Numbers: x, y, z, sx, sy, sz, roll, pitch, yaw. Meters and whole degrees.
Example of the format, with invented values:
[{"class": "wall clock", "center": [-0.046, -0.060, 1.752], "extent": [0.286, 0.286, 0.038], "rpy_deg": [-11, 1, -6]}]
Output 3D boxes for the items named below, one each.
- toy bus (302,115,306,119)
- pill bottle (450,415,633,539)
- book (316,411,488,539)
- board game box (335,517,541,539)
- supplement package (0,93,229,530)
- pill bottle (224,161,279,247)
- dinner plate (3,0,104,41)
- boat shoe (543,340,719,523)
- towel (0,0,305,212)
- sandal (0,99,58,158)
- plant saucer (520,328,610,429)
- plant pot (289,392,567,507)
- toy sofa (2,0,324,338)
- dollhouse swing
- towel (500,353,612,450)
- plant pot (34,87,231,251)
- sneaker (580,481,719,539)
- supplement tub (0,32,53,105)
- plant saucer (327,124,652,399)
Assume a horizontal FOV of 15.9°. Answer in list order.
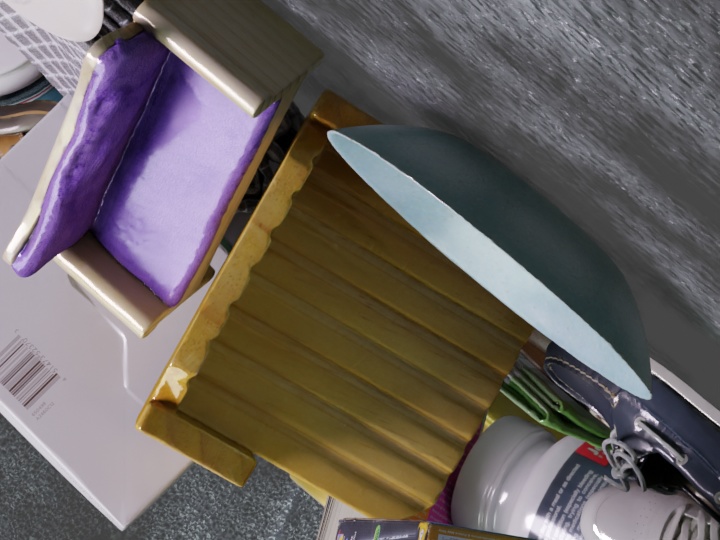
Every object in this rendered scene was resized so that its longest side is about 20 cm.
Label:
[{"class": "toy bus", "center": [-0.085, -0.096, 1.624], "extent": [0.200, 0.065, 0.078], "rpy_deg": [41, 177, -23]}, {"class": "pill bottle", "center": [0.167, 0.178, 1.744], "extent": [0.200, 0.120, 0.120], "rpy_deg": [25, 170, 27]}, {"class": "book", "center": [0.032, 0.150, 1.746], "extent": [0.048, 0.201, 0.134], "rpy_deg": [7, 163, 31]}, {"class": "board game box", "center": [0.099, 0.175, 1.377], "extent": [0.199, 0.057, 0.165], "rpy_deg": [11, 171, -15]}, {"class": "supplement package", "center": [-0.153, 0.028, 1.500], "extent": [0.200, 0.156, 0.111], "rpy_deg": [45, 172, 2]}, {"class": "pill bottle", "center": [0.000, 0.000, 1.567], "extent": [0.112, 0.113, 0.200], "rpy_deg": [36, 176, 41]}, {"class": "dinner plate", "center": [-0.198, -0.198, 1.306], "extent": [0.200, 0.024, 0.200], "rpy_deg": [44, 157, 25]}, {"class": "boat shoe", "center": [0.169, 0.098, 1.396], "extent": [0.200, 0.062, 0.075], "rpy_deg": [35, 171, 30]}, {"class": "towel", "center": [-0.134, -0.127, 1.463], "extent": [0.200, 0.086, 0.166], "rpy_deg": [48, 173, -25]}, {"class": "sandal", "center": [-0.206, -0.079, 1.645], "extent": [0.199, 0.055, 0.082], "rpy_deg": [4, 177, 26]}, {"class": "plant saucer", "center": [0.151, 0.070, 1.553], "extent": [0.200, 0.032, 0.200], "rpy_deg": [38, 176, 3]}, {"class": "plant pot", "center": [0.055, 0.122, 1.925], "extent": [0.201, 0.189, 0.201], "rpy_deg": [39, 176, 4]}, {"class": "toy sofa", "center": [-0.105, -0.053, 1.328], "extent": [0.083, 0.098, 0.200], "rpy_deg": [40, 137, 9]}, {"class": "dollhouse swing", "center": [0.002, 0.038, 1.385], "extent": [0.176, 0.200, 0.182], "rpy_deg": [30, 177, -3]}, {"class": "towel", "center": [0.096, 0.051, 1.710], "extent": [0.200, 0.031, 0.149], "rpy_deg": [40, -171, 34]}, {"class": "plant pot", "center": [-0.127, -0.048, 1.758], "extent": [0.200, 0.200, 0.188], "rpy_deg": [41, 164, -24]}, {"class": "sneaker", "center": [0.226, 0.170, 1.539], "extent": [0.199, 0.077, 0.081], "rpy_deg": [17, 172, 16]}, {"class": "supplement tub", "center": [-0.252, -0.180, 1.698], "extent": [0.140, 0.140, 0.200], "rpy_deg": [40, 177, -4]}, {"class": "plant saucer", "center": [0.072, -0.016, 1.230], "extent": [0.201, 0.039, 0.201], "rpy_deg": [39, 176, 3]}]
